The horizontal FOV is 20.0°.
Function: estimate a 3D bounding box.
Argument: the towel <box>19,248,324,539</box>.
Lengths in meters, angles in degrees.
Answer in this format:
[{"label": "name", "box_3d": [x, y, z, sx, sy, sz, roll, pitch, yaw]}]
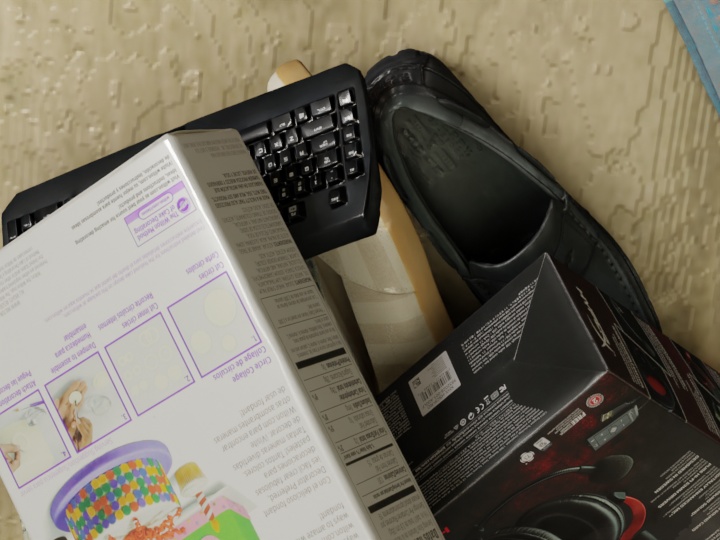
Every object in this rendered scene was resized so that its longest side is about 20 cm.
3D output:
[{"label": "towel", "box_3d": [-0.076, 0.084, 0.905, 0.191, 0.034, 0.202, -25, 69, 25]}]

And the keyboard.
[{"label": "keyboard", "box_3d": [-0.081, -0.016, 0.882, 0.199, 0.040, 0.105, -20, 71, 28]}]

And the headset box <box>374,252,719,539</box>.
[{"label": "headset box", "box_3d": [0.099, 0.099, 0.931, 0.148, 0.075, 0.199, -40, 136, 18]}]

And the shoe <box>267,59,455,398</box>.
[{"label": "shoe", "box_3d": [0.000, 0.000, 0.930, 0.053, 0.070, 0.201, -29, 112, -7]}]

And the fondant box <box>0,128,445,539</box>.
[{"label": "fondant box", "box_3d": [-0.072, 0.065, 0.825, 0.144, 0.058, 0.201, -30, 81, 25]}]

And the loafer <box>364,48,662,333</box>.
[{"label": "loafer", "box_3d": [0.069, -0.013, 0.928, 0.068, 0.071, 0.201, -39, 109, 12]}]

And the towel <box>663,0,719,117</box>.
[{"label": "towel", "box_3d": [0.219, -0.094, 0.859, 0.022, 0.199, 0.148, -40, 113, -33]}]
